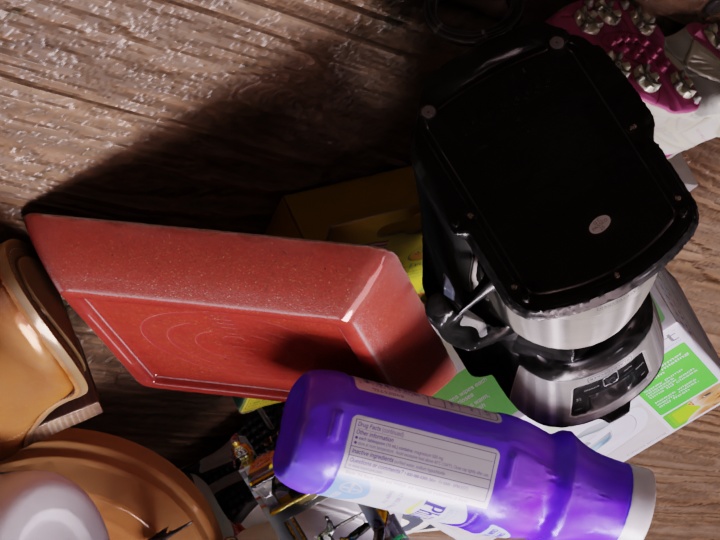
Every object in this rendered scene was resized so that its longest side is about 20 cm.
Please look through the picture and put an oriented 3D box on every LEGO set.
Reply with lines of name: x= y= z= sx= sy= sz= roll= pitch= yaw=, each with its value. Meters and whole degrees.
LEGO set: x=-0.064 y=0.160 z=1.412 sx=0.200 sy=0.116 sz=0.154 roll=-28 pitch=-170 yaw=18

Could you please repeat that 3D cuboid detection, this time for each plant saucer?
plant saucer: x=-0.182 y=0.185 z=1.544 sx=0.199 sy=0.037 sz=0.201 roll=-1 pitch=123 yaw=-2
plant saucer: x=-0.062 y=0.030 z=1.360 sx=0.199 sy=0.037 sz=0.200 roll=6 pitch=161 yaw=15

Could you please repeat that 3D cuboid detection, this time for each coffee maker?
coffee maker: x=0.094 y=-0.035 z=1.318 sx=0.134 sy=0.193 sz=0.200 roll=-6 pitch=159 yaw=1

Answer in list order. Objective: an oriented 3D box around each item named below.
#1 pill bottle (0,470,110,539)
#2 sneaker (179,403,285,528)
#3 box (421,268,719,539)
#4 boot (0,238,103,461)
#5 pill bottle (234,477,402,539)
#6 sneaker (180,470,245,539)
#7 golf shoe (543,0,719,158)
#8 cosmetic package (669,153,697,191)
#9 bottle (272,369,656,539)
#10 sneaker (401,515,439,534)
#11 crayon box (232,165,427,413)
pill bottle: x=-0.245 y=0.171 z=1.438 sx=0.200 sy=0.111 sz=0.111 roll=-5 pitch=171 yaw=36
sneaker: x=-0.053 y=0.124 z=1.669 sx=0.200 sy=0.074 sz=0.080 roll=-30 pitch=169 yaw=19
box: x=0.105 y=0.065 z=1.534 sx=0.200 sy=0.097 sz=0.176 roll=-31 pitch=157 yaw=8
boot: x=-0.226 y=0.058 z=1.354 sx=0.155 sy=0.077 sz=0.200 roll=-19 pitch=164 yaw=-6
pill bottle: x=-0.039 y=0.221 z=1.534 sx=0.112 sy=0.201 sz=0.112 roll=16 pitch=173 yaw=2
sneaker: x=-0.059 y=0.204 z=1.627 sx=0.108 sy=0.067 sz=0.202 roll=-13 pitch=118 yaw=-6
golf shoe: x=0.150 y=-0.096 z=1.410 sx=0.091 sy=0.075 sz=0.200 roll=-37 pitch=153 yaw=31
cosmetic package: x=0.108 y=-0.013 z=1.559 sx=0.082 sy=0.051 sz=0.200 roll=0 pitch=145 yaw=-46
bottle: x=0.056 y=0.105 z=1.350 sx=0.199 sy=0.065 sz=0.084 roll=15 pitch=169 yaw=-11
sneaker: x=0.004 y=0.159 z=1.781 sx=0.129 sy=0.080 sz=0.199 roll=-13 pitch=-179 yaw=16
crayon box: x=0.000 y=0.000 z=1.475 sx=0.127 sy=0.051 sz=0.200 roll=-13 pitch=153 yaw=-28
